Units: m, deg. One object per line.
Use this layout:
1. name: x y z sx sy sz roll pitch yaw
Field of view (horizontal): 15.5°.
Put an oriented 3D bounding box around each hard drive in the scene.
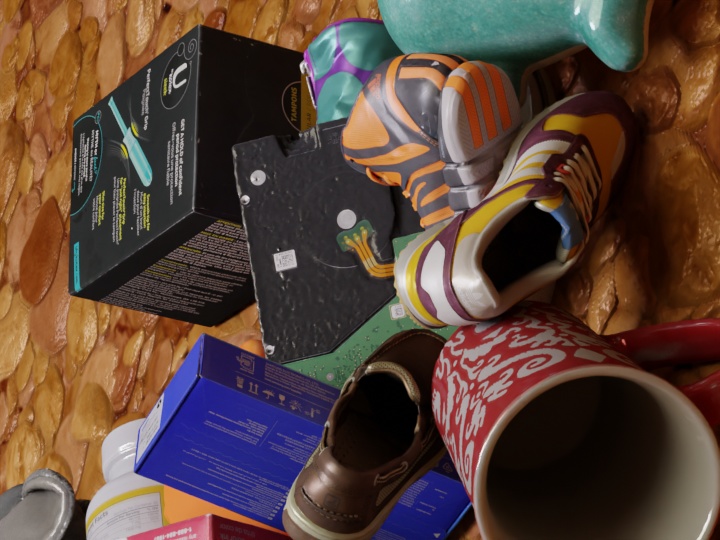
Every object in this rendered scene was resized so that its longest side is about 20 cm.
1. hard drive: 0.000 0.000 1.709 0.139 0.038 0.201 -14 71 10

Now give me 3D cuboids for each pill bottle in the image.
1. pill bottle: -0.140 0.211 1.904 0.112 0.112 0.200 -46 41 43

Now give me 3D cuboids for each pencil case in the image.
1. pencil case: -0.001 -0.063 1.792 0.085 0.092 0.201 63 -150 -74

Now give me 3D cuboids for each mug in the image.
1. mug: 0.130 0.091 1.470 0.200 0.177 0.134 -128 35 -74

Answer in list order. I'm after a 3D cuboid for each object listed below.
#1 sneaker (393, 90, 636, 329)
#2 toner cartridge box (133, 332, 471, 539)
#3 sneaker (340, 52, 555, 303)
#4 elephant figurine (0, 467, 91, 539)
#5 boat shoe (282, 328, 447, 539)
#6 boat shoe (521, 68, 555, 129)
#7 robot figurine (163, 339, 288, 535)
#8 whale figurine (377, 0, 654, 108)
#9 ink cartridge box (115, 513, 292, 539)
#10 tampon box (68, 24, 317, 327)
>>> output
1. sneaker: 0.111 -0.035 1.534 0.200 0.075 0.090 -46 22 -27
2. toner cartridge box: -0.032 0.119 1.659 0.095 0.200 0.043 -54 21 35
3. sneaker: 0.054 -0.045 1.630 0.112 0.077 0.201 15 123 44
4. elephant figurine: -0.240 0.216 2.047 0.142 0.155 0.200 107 151 -57
5. boat shoe: 0.020 0.086 1.566 0.202 0.075 0.075 -61 -8 -53
6. boat shoe: 0.069 -0.132 1.722 0.075 0.068 0.200 -54 37 31
7. robot figurine: -0.059 0.132 1.788 0.200 0.116 0.144 -47 16 42
8. whale figurine: 0.090 -0.173 1.598 0.200 0.104 0.160 19 97 46
9. ink cartridge box: -0.118 0.267 1.656 0.147 0.086 0.201 -19 60 35
10. tampon box: -0.116 -0.066 1.961 0.200 0.126 0.150 -30 54 52
